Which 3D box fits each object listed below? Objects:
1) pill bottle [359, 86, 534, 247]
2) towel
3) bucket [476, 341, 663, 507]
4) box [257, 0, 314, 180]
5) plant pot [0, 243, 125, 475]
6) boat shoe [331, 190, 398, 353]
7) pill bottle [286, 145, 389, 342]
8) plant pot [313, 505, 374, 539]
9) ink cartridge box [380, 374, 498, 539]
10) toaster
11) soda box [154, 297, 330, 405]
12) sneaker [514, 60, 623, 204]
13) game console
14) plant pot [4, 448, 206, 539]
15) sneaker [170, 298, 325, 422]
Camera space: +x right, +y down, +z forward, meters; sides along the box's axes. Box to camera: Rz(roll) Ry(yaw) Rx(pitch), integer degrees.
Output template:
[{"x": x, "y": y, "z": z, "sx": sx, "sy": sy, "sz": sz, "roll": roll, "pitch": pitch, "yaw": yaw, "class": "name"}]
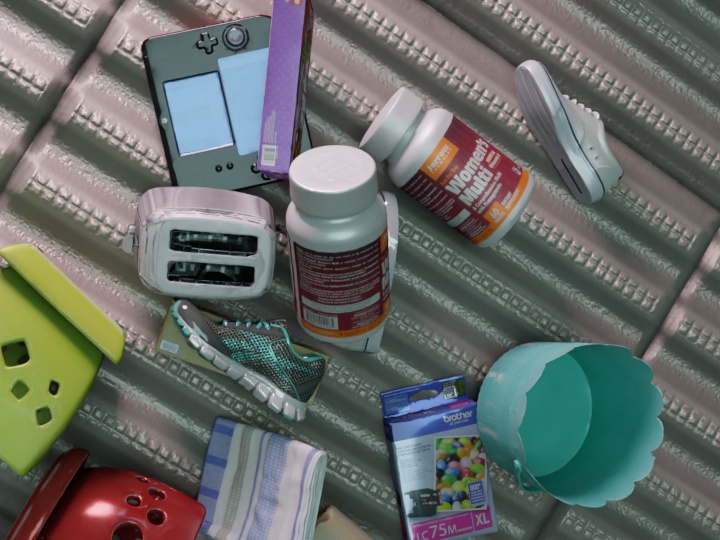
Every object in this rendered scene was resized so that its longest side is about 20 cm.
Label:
[{"x": 0.104, "y": -0.126, "z": 1.266, "sx": 0.200, "sy": 0.110, "sz": 0.110, "roll": 36, "pitch": 86, "yaw": -10, "class": "pill bottle"}, {"x": -0.121, "y": 0.258, "z": 1.206, "sx": 0.024, "sy": 0.199, "sz": 0.148, "roll": 15, "pitch": 86, "yaw": -45, "class": "towel"}, {"x": 0.249, "y": 0.180, "z": 1.273, "sx": 0.206, "sy": 0.135, "sz": 0.208, "roll": 0, "pitch": 91, "yaw": -22, "class": "bucket"}, {"x": -0.083, "y": -0.206, "z": 1.186, "sx": 0.039, "sy": 0.137, "sz": 0.201, "roll": 6, "pitch": 92, "yaw": 0, "class": "box"}, {"x": -0.374, "y": 0.085, "z": 1.151, "sx": 0.200, "sy": 0.199, "sz": 0.182, "roll": 44, "pitch": 78, "yaw": -8, "class": "plant pot"}, {"x": 0.000, "y": 0.000, "z": 1.276, "sx": 0.069, "sy": 0.071, "sz": 0.201, "roll": 8, "pitch": 97, "yaw": -13, "class": "boat shoe"}, {"x": -0.024, "y": -0.027, "z": 1.145, "sx": 0.109, "sy": 0.110, "sz": 0.201, "roll": -10, "pitch": 128, "yaw": -9, "class": "pill bottle"}, {"x": -0.020, "y": 0.390, "z": 1.235, "sx": 0.200, "sy": 0.200, "sz": 0.184, "roll": -44, "pitch": 87, "yaw": -6, "class": "plant pot"}, {"x": 0.099, "y": 0.241, "z": 1.315, "sx": 0.119, "sy": 0.042, "sz": 0.201, "roll": -11, "pitch": 92, "yaw": -10, "class": "ink cartridge box"}, {"x": -0.170, "y": -0.028, "z": 1.204, "sx": 0.199, "sy": 0.129, "sz": 0.114, "roll": 6, "pitch": 105, "yaw": -10, "class": "toaster"}, {"x": -0.142, "y": 0.096, "z": 1.252, "sx": 0.199, "sy": 0.068, "sz": 0.064, "roll": 21, "pitch": 88, "yaw": -10, "class": "soda box"}, {"x": 0.264, "y": -0.183, "z": 1.320, "sx": 0.071, "sy": 0.073, "sz": 0.200, "roll": -36, "pitch": 107, "yaw": -16, "class": "sneaker"}, {"x": -0.158, "y": -0.196, "z": 1.258, "sx": 0.176, "sy": 0.031, "sz": 0.201, "roll": -13, "pitch": 94, "yaw": -10, "class": "game console"}, {"x": -0.296, "y": 0.313, "z": 1.167, "sx": 0.182, "sy": 0.200, "sz": 0.201, "roll": 30, "pitch": 87, "yaw": -7, "class": "plant pot"}, {"x": -0.124, "y": 0.084, "z": 1.187, "sx": 0.200, "sy": 0.078, "sz": 0.091, "roll": 39, "pitch": 82, "yaw": -19, "class": "sneaker"}]
